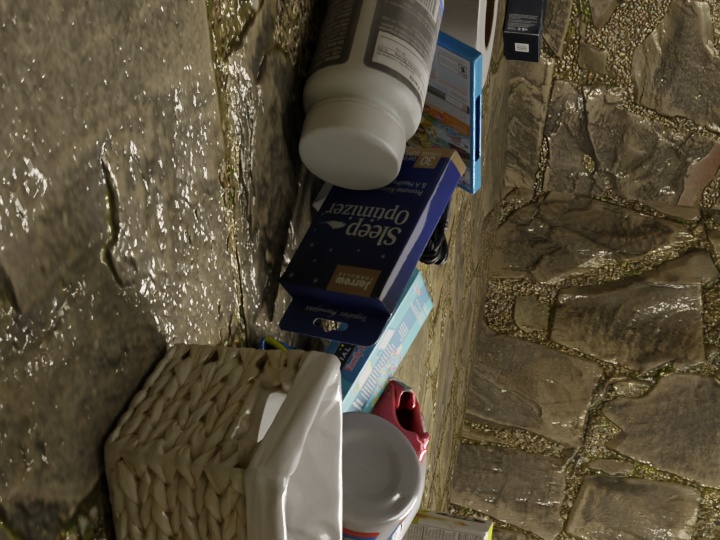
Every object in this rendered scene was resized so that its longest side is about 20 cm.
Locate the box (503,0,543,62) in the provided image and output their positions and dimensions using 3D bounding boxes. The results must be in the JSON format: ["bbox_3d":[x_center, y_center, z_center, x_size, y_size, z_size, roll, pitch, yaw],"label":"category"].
[{"bbox_3d":[0.474,-0.723,3.028,0.200,0.102,0.185,52,47,-75],"label":"box"}]

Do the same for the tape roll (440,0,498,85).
[{"bbox_3d":[0.085,-0.316,1.224,0.203,0.137,0.206,7,90,-78],"label":"tape roll"}]

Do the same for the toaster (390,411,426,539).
[{"bbox_3d":[0.017,0.248,1.298,0.129,0.112,0.203,-52,149,-64],"label":"toaster"}]

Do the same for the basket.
[{"bbox_3d":[-0.085,0.163,0.701,0.136,0.121,0.203,-64,157,-57],"label":"basket"}]

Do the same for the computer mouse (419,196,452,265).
[{"bbox_3d":[0.041,-0.043,1.239,0.199,0.043,0.111,-23,-121,59],"label":"computer mouse"}]

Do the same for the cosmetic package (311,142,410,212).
[{"bbox_3d":[0.014,-0.093,1.138,0.083,0.050,0.201,52,29,-17],"label":"cosmetic package"}]

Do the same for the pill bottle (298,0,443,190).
[{"bbox_3d":[0.009,-0.185,0.985,0.114,0.112,0.203,77,24,-60],"label":"pill bottle"}]

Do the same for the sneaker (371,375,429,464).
[{"bbox_3d":[0.035,0.150,1.218,0.087,0.073,0.201,-61,-143,34],"label":"sneaker"}]

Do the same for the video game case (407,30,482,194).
[{"bbox_3d":[0.072,-0.185,1.149,0.018,0.142,0.201,-43,151,-24],"label":"video game case"}]

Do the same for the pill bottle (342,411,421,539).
[{"bbox_3d":[-0.024,0.226,0.987,0.201,0.111,0.113,117,-7,-49],"label":"pill bottle"}]

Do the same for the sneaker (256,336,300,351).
[{"bbox_3d":[-0.060,0.092,0.933,0.200,0.065,0.080,-29,121,-76],"label":"sneaker"}]

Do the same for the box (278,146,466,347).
[{"bbox_3d":[0.004,-0.029,0.965,0.032,0.120,0.202,50,58,-43],"label":"box"}]

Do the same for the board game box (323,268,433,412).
[{"bbox_3d":[0.002,0.094,1.118,0.202,0.047,0.151,-58,164,-8],"label":"board game box"}]

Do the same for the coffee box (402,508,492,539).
[{"bbox_3d":[0.087,0.460,1.558,0.200,0.195,0.203,41,57,-77],"label":"coffee box"}]
